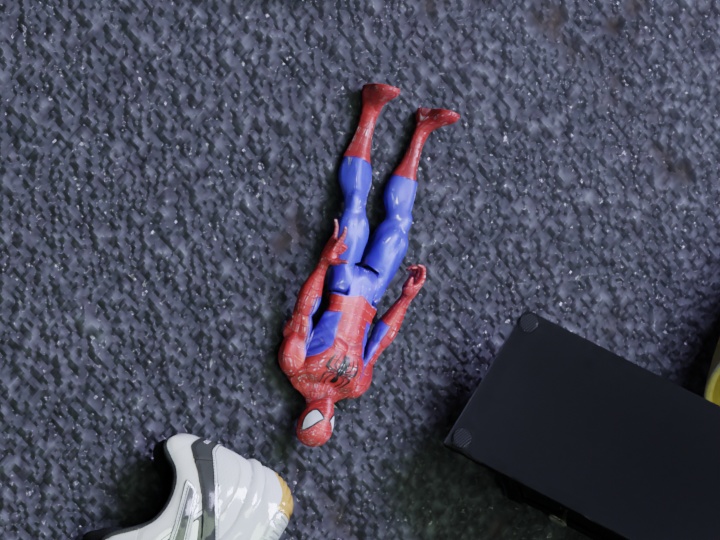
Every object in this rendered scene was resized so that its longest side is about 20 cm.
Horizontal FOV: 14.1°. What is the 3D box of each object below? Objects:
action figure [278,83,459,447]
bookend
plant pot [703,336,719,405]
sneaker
[{"bbox_3d":[0.000,0.000,1.603,0.065,0.052,0.201,21,83,-31],"label":"action figure"},{"bbox_3d":[0.165,0.139,1.654,0.199,0.199,0.092,27,73,19],"label":"bookend"},{"bbox_3d":[0.306,0.027,1.707,0.199,0.200,0.143,30,50,-25],"label":"plant pot"},{"bbox_3d":[-0.119,0.178,1.535,0.087,0.076,0.201,32,73,-8],"label":"sneaker"}]
